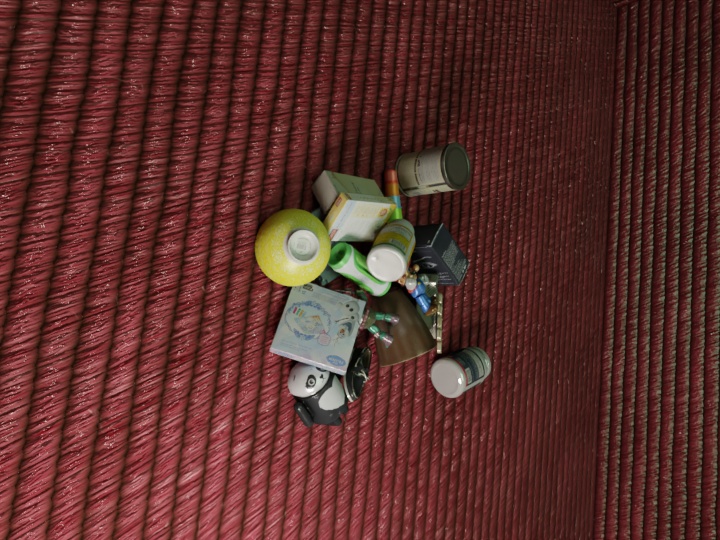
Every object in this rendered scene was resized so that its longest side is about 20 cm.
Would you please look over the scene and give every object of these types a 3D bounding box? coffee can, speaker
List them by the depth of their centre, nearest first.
[{"bbox_3d":[0.000,0.000,1.430,0.200,0.088,0.089,35,66,-39],"label":"speaker"},{"bbox_3d":[0.231,-0.321,1.629,0.146,0.200,0.147,0,89,-45],"label":"coffee can"}]

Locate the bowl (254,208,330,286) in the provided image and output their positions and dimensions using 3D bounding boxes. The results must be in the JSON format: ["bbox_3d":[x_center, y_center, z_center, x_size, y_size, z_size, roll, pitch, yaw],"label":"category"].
[{"bbox_3d":[-0.156,-0.060,1.262,0.199,0.108,0.201,0,90,-22],"label":"bowl"}]

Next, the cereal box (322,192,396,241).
[{"bbox_3d":[-0.007,-0.144,1.398,0.200,0.144,0.040,-1,46,-45],"label":"cereal box"}]

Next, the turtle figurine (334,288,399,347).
[{"bbox_3d":[0.004,0.135,1.419,0.199,0.101,0.150,22,89,-8],"label":"turtle figurine"}]

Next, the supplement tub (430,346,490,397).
[{"bbox_3d":[0.356,0.354,1.786,0.200,0.140,0.141,-12,98,-44],"label":"supplement tub"}]

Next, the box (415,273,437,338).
[{"bbox_3d":[0.218,0.117,1.659,0.082,0.068,0.201,-58,147,-66],"label":"box"}]

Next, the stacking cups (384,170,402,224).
[{"bbox_3d":[0.103,-0.215,1.600,0.060,0.060,0.201,-11,96,-44],"label":"stacking cups"}]

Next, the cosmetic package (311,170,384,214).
[{"bbox_3d":[-0.028,-0.211,1.433,0.200,0.073,0.104,1,53,-46],"label":"cosmetic package"}]

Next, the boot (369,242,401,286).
[{"bbox_3d":[0.104,-0.027,1.591,0.200,0.074,0.155,2,85,-47],"label":"boot"}]

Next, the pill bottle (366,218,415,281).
[{"bbox_3d":[0.093,-0.066,1.429,0.113,0.112,0.200,63,29,-24],"label":"pill bottle"}]

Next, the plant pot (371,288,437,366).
[{"bbox_3d":[0.111,0.164,1.540,0.187,0.187,0.201,-18,85,-43],"label":"plant pot"}]

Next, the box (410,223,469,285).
[{"bbox_3d":[0.242,-0.049,1.673,0.200,0.148,0.105,50,57,-32],"label":"box"}]

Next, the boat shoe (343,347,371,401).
[{"bbox_3d":[-0.003,0.286,1.421,0.200,0.060,0.074,-75,146,-64],"label":"boat shoe"}]

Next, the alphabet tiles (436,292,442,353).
[{"bbox_3d":[0.269,0.179,1.711,0.196,0.015,0.201,46,46,-75],"label":"alphabet tiles"}]

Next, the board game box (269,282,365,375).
[{"bbox_3d":[-0.107,0.144,1.305,0.199,0.043,0.200,19,63,-3],"label":"board game box"}]

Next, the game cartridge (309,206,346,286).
[{"bbox_3d":[-0.101,-0.074,1.414,0.133,0.040,0.201,-32,112,-36],"label":"game cartridge"}]

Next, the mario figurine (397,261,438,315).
[{"bbox_3d":[0.173,0.035,1.516,0.106,0.123,0.200,-45,109,-15],"label":"mario figurine"}]

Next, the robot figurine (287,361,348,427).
[{"bbox_3d":[-0.108,0.323,1.336,0.124,0.150,0.200,-27,115,3],"label":"robot figurine"}]
